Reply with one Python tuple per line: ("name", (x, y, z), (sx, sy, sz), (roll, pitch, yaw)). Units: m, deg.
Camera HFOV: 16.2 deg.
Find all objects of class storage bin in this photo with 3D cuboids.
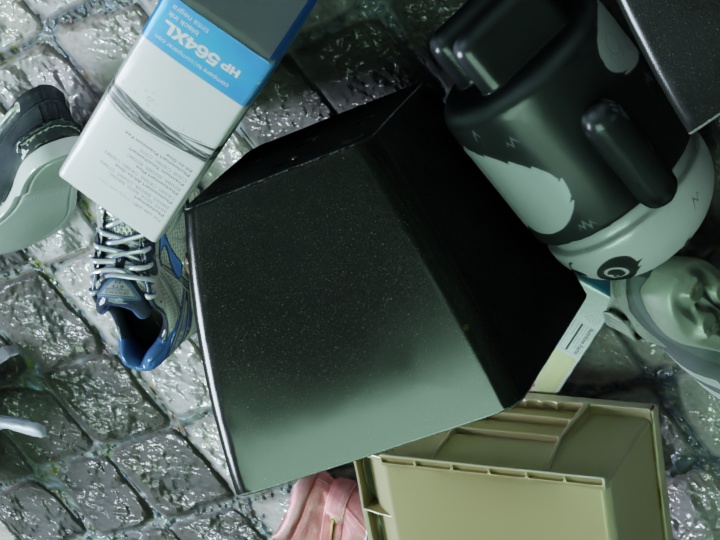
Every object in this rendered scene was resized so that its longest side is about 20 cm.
("storage bin", (0.111, 0.194, 1.770), (0.197, 0.094, 0.201), (4, 121, 27))

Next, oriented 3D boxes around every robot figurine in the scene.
("robot figurine", (0.130, -0.086, 1.558), (0.124, 0.151, 0.200), (-29, 112, 29))

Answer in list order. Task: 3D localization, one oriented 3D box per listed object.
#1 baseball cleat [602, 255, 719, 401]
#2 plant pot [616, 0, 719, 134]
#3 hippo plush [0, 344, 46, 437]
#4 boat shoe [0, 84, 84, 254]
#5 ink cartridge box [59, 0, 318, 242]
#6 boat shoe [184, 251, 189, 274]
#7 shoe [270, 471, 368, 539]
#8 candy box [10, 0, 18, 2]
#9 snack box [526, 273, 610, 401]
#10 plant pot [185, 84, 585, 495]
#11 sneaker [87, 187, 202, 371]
("baseball cleat", (0.229, 0.044, 1.666), (0.106, 0.070, 0.200), (15, 156, 46))
("plant pot", (0.225, -0.228, 1.344), (0.178, 0.200, 0.199), (51, 135, -3))
("hippo plush", (-0.361, 0.129, 2.040), (0.199, 0.160, 0.161), (-18, 153, -9))
("boat shoe", (-0.241, -0.069, 1.822), (0.200, 0.075, 0.061), (-43, 65, 55))
("ink cartridge box", (-0.100, -0.136, 1.620), (0.084, 0.146, 0.200), (34, 136, -5))
("boat shoe", (-0.045, -0.048, 1.730), (0.201, 0.075, 0.075), (-22, 118, 26))
("shoe", (-0.025, 0.235, 1.983), (0.090, 0.072, 0.201), (22, 131, 10))
("candy box", (-0.233, -0.285, 1.562), (0.061, 0.137, 0.200), (-23, 115, 39))
("snack box", (0.096, 0.042, 1.759), (0.116, 0.037, 0.200), (30, 137, 1))
("plant pot", (0.000, 0.000, 1.589), (0.198, 0.200, 0.178), (-20, 103, 23))
("sneaker", (-0.157, -0.010, 1.812), (0.076, 0.085, 0.201), (7, 132, 22))
